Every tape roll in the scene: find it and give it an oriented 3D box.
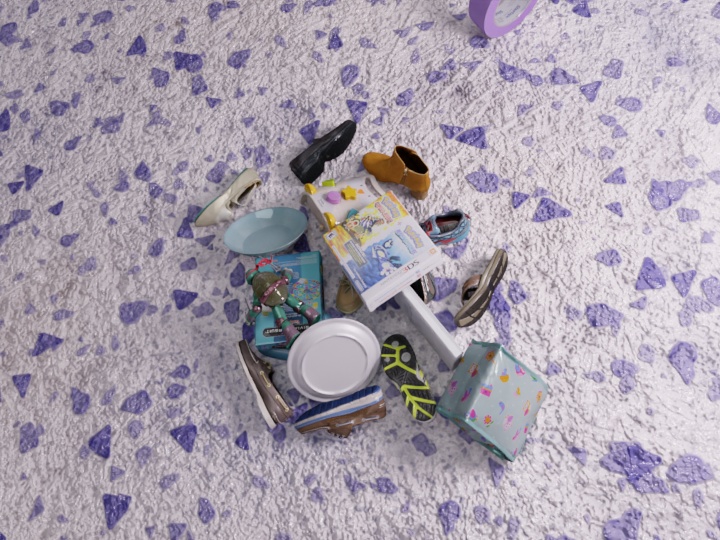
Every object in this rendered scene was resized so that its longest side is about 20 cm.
[{"bbox_3d":[0.361,-0.681,1.382,0.199,0.201,0.066,-36,70,-6],"label":"tape roll"}]

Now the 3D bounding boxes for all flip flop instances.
[{"bbox_3d":[0.254,0.035,1.216,0.057,0.081,0.202,22,73,32],"label":"flip flop"}]

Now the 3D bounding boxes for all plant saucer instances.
[{"bbox_3d":[-0.216,-0.081,1.304,0.196,0.039,0.203,-6,36,5],"label":"plant saucer"}]

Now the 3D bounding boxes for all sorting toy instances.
[{"bbox_3d":[-0.024,-0.155,1.300,0.177,0.108,0.201,-24,58,-18],"label":"sorting toy"}]

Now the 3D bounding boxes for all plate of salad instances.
[{"bbox_3d":[-0.055,0.184,1.167,0.197,0.203,0.048,-23,27,-1],"label":"plate of salad"}]

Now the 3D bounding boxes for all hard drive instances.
[{"bbox_3d":[0.137,0.111,1.170,0.026,0.132,0.201,-36,70,-8],"label":"hard drive"}]

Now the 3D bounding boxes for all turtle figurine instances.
[{"bbox_3d":[-0.182,0.057,1.165,0.200,0.101,0.150,43,77,15],"label":"turtle figurine"}]

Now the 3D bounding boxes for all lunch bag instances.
[{"bbox_3d":[0.269,0.258,1.101,0.199,0.121,0.172,39,73,-25],"label":"lunch bag"}]

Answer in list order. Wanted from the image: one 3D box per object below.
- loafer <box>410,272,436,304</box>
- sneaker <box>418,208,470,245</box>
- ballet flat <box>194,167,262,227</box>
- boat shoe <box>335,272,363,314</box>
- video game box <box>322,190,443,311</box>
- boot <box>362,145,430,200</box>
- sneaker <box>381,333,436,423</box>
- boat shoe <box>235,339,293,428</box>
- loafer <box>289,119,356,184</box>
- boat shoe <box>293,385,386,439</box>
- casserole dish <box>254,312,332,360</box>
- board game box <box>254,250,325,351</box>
[{"bbox_3d":[0.101,-0.017,1.218,0.071,0.063,0.202,-31,93,27],"label":"loafer"},{"bbox_3d":[0.149,-0.091,1.259,0.197,0.096,0.081,-23,69,0],"label":"sneaker"},{"bbox_3d":[-0.316,-0.165,1.369,0.069,0.070,0.200,38,80,18],"label":"ballet flat"},{"bbox_3d":[0.000,0.000,1.265,0.072,0.063,0.203,22,75,14],"label":"boat shoe"},{"bbox_3d":[0.042,-0.044,1.159,0.180,0.047,0.201,-32,57,-5],"label":"video game box"},{"bbox_3d":[0.081,-0.250,1.299,0.200,0.144,0.071,35,77,18],"label":"boot"},{"bbox_3d":[0.098,0.227,1.169,0.074,0.077,0.203,-22,58,2],"label":"sneaker"},{"bbox_3d":[-0.209,0.234,1.210,0.059,0.072,0.202,-26,73,-9],"label":"boat shoe"},{"bbox_3d":[-0.093,-0.305,1.383,0.200,0.073,0.072,-44,66,-10],"label":"loafer"},{"bbox_3d":[-0.040,0.305,1.156,0.196,0.072,0.074,-21,95,8],"label":"boat shoe"},{"bbox_3d":[-0.147,0.138,1.251,0.195,0.039,0.124,8,72,10],"label":"casserole dish"},{"bbox_3d":[-0.154,0.065,1.233,0.147,0.047,0.204,-6,67,4],"label":"board game box"}]
